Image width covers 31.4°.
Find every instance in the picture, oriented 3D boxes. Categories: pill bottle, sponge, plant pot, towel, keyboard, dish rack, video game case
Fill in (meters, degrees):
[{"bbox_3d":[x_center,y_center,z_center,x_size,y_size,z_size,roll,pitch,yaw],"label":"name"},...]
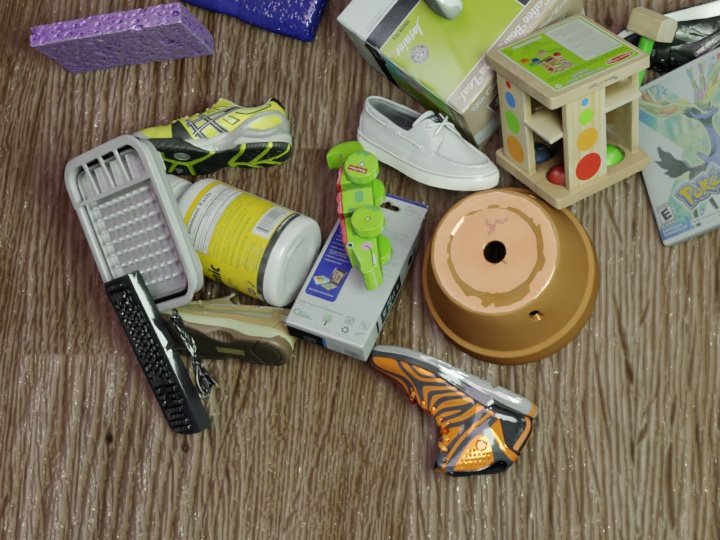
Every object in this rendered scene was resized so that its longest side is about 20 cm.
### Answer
[{"bbox_3d":[-0.156,-0.042,1.498,0.200,0.111,0.112,23,84,20],"label":"pill bottle"},{"bbox_3d":[-0.295,-0.286,1.590,0.199,0.112,0.030,-6,78,13],"label":"sponge"},{"bbox_3d":[0.155,-0.004,1.395,0.199,0.140,0.201,-3,78,14],"label":"plant pot"},{"bbox_3d":[-0.123,-0.379,1.604,0.200,0.050,0.148,22,91,18],"label":"towel"},{"bbox_3d":[-0.224,0.095,1.463,0.127,0.021,0.200,-18,100,47],"label":"keyboard"},{"bbox_3d":[-0.254,-0.050,1.467,0.171,0.043,0.201,-15,96,46],"label":"dish rack"},{"bbox_3d":[0.389,-0.145,1.377,0.200,0.022,0.183,-26,71,39],"label":"video game case"}]

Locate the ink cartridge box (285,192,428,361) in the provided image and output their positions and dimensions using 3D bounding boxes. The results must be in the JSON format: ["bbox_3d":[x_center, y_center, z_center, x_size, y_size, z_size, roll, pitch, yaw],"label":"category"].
[{"bbox_3d":[0.000,0.000,1.469,0.099,0.039,0.200,18,64,18],"label":"ink cartridge box"}]

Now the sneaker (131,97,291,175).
[{"bbox_3d":[-0.182,-0.166,1.561,0.199,0.075,0.077,-2,69,4],"label":"sneaker"}]

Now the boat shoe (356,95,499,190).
[{"bbox_3d":[0.076,-0.149,1.458,0.200,0.072,0.069,32,131,42],"label":"boat shoe"}]

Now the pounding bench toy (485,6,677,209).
[{"bbox_3d":[0.257,-0.180,1.388,0.200,0.156,0.124,-25,40,-17],"label":"pounding bench toy"}]

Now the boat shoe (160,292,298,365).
[{"bbox_3d":[-0.163,0.061,1.509,0.199,0.072,0.076,10,54,18],"label":"boat shoe"}]

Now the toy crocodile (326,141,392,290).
[{"bbox_3d":[-0.002,-0.067,1.448,0.062,0.068,0.200,-10,57,5],"label":"toy crocodile"}]

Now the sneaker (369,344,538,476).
[{"bbox_3d":[0.086,0.160,1.408,0.200,0.078,0.112,23,83,18],"label":"sneaker"}]

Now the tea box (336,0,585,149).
[{"bbox_3d":[0.120,-0.287,1.471,0.197,0.134,0.200,41,90,20],"label":"tea box"}]

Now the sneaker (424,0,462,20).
[{"bbox_3d":[0.073,-0.365,1.396,0.080,0.070,0.201,-26,69,6],"label":"sneaker"}]

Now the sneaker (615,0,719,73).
[{"bbox_3d":[0.369,-0.245,1.432,0.199,0.076,0.088,-16,80,10],"label":"sneaker"}]
